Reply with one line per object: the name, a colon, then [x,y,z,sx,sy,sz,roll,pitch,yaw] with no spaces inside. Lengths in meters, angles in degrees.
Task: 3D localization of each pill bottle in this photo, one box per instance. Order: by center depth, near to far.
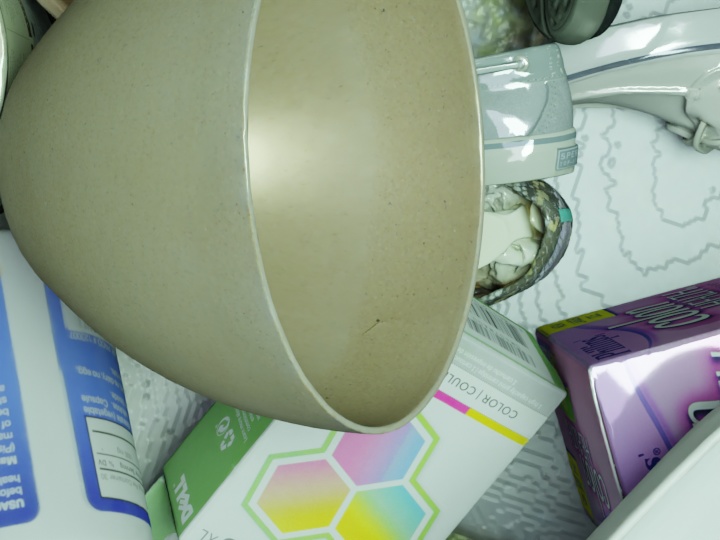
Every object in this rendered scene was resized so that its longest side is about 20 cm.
pill bottle: [-0.148,0.093,0.842,0.112,0.112,0.200,-13,68,-1]

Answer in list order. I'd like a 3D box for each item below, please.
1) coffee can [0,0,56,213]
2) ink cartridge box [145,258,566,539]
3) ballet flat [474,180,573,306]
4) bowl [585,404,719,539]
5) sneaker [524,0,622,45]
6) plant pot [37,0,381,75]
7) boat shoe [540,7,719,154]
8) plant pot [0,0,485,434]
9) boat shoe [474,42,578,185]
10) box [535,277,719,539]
coffee can: [-0.203,-0.082,0.821,0.146,0.200,0.146,0,93,-2]
ink cartridge box: [-0.016,0.090,0.869,0.104,0.059,0.200,32,107,-26]
ballet flat: [0.000,0.000,0.898,0.200,0.072,0.072,-18,93,0]
bowl: [0.155,0.152,0.738,0.200,0.075,0.200,39,96,-10]
sneaker: [0.128,-0.190,0.865,0.114,0.076,0.200,11,79,-26]
plant pot: [-0.055,-0.182,0.843,0.201,0.093,0.201,1,96,9]
boat shoe: [0.169,-0.083,0.901,0.200,0.072,0.066,-7,89,-10]
plant pot: [-0.052,-0.041,0.735,0.134,0.200,0.200,-1,93,26]
boat shoe: [-0.004,-0.072,0.877,0.201,0.070,0.072,0,96,17]
box: [0.191,0.050,0.852,0.200,0.176,0.097,-16,94,0]
